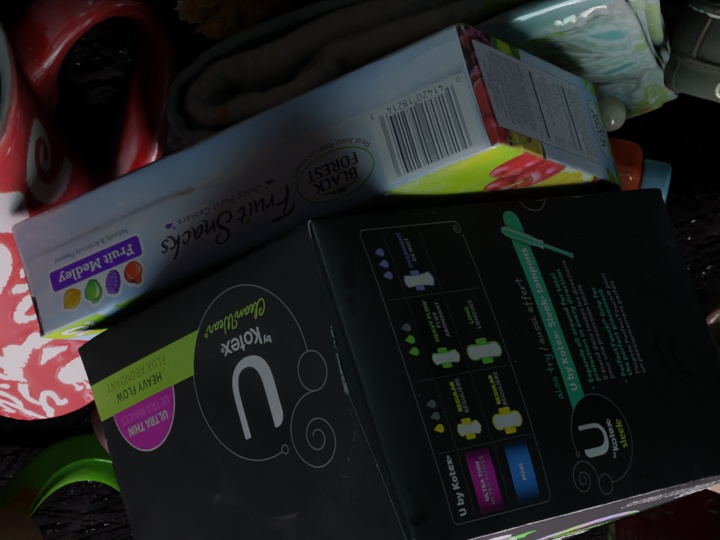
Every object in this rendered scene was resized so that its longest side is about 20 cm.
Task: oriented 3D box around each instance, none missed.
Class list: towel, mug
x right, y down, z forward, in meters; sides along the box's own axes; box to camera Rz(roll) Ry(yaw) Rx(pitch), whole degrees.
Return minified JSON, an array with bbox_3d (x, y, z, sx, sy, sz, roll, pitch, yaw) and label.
[{"bbox_3d":[0.034,-0.077,0.852,0.200,0.048,0.171,-18,164,10],"label":"towel"},{"bbox_3d":[-0.149,-0.025,0.851,0.177,0.134,0.200,-14,152,9],"label":"mug"}]

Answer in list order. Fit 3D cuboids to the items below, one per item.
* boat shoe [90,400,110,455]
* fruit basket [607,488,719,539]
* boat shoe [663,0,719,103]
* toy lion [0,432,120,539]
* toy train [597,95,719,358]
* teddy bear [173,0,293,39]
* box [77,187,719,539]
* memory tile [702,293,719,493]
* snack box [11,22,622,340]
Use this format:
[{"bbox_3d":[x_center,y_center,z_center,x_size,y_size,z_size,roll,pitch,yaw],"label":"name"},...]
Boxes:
[{"bbox_3d":[-0.097,0.064,1.009,0.070,0.070,0.200,-34,174,-3],"label":"boat shoe"},{"bbox_3d":[0.171,0.113,0.885,0.200,0.094,0.185,2,173,-11],"label":"fruit basket"},{"bbox_3d":[0.211,-0.074,0.874,0.202,0.072,0.060,21,101,-35],"label":"boat shoe"},{"bbox_3d":[-0.105,0.162,1.151,0.200,0.192,0.069,34,143,5],"label":"toy lion"},{"bbox_3d":[0.153,0.011,0.879,0.200,0.056,0.150,14,133,1],"label":"toy train"},{"bbox_3d":[-0.030,-0.149,0.739,0.145,0.067,0.200,-4,150,-15],"label":"teddy bear"},{"bbox_3d":[0.023,0.054,0.775,0.200,0.124,0.148,-7,165,-44],"label":"box"},{"bbox_3d":[0.212,0.065,0.962,0.200,0.017,0.153,-1,131,14],"label":"memory tile"},{"bbox_3d":[-0.013,-0.025,0.792,0.200,0.053,0.142,-22,166,22],"label":"snack box"}]
